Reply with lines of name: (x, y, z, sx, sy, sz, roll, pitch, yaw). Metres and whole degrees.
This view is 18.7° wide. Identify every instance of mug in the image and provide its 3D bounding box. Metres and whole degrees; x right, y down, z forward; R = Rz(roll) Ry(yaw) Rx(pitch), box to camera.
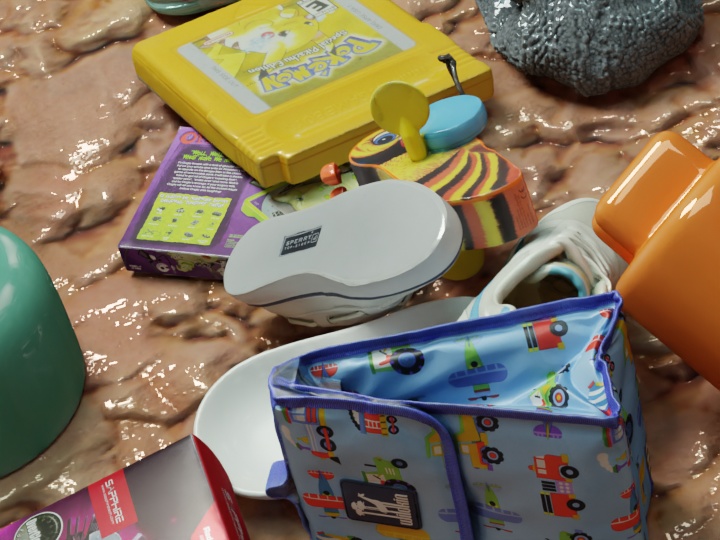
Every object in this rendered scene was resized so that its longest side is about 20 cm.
mug: (-0.254, 0.051, 1.322, 0.152, 0.114, 0.185, -13, 42, 3)

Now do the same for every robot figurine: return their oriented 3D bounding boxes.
robot figurine: (0.219, 0.012, 1.183, 0.200, 0.144, 0.117, 40, 49, 6)

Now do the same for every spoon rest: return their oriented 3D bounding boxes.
spoon rest: (-0.003, 0.066, 1.268, 0.200, 0.061, 0.099, -24, 51, -10)

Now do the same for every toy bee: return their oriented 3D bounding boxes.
toy bee: (0.036, -0.053, 1.330, 0.109, 0.131, 0.200, -23, 6, 0)

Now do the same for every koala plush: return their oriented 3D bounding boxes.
koala plush: (0.143, -0.239, 1.443, 0.177, 0.200, 0.184, -11, 43, 5)

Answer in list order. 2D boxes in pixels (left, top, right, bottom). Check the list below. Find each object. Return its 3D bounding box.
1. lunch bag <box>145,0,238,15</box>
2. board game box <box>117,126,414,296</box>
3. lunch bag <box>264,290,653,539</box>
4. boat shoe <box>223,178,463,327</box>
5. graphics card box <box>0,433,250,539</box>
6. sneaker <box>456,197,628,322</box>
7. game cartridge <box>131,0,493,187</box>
lunch bag: (-0.082, -0.277, 1.643, 0.200, 0.077, 0.160, -17, 41, -2)
board game box: (-0.044, -0.041, 1.420, 0.200, 0.032, 0.120, 5, 51, 21)
lunch bag: (0.047, 0.099, 1.154, 0.200, 0.151, 0.094, -4, 44, 13)
boat shoe: (0.000, 0.000, 1.286, 0.200, 0.066, 0.072, -15, 50, 48)
graphics card box: (-0.153, 0.184, 1.183, 0.200, 0.051, 0.126, -27, 44, 3)
sneaker: (0.114, 0.014, 1.244, 0.077, 0.081, 0.200, 42, 42, -1)
game cartridge: (-0.035, -0.136, 1.488, 0.176, 0.032, 0.200, -25, 37, -21)
